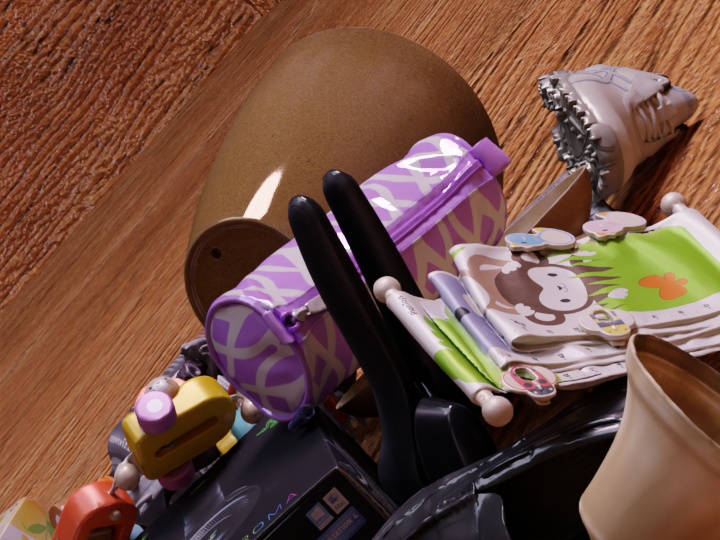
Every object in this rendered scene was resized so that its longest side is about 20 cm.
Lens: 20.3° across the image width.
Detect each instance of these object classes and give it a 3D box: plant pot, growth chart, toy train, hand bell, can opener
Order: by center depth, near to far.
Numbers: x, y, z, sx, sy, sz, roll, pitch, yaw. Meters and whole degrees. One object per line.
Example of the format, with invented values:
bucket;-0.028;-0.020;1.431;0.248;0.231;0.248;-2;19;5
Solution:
hand bell;0.087;0.134;0.805;0.201;0.104;0.104;-52;10;16
growth chart;0.106;0.012;0.949;0.198;0.018;0.145;-15;33;-26
can opener;0.023;0.042;1.019;0.078;0.201;0.063;-18;11;43
plant pot;0.065;0.018;1.158;0.200;0.028;0.200;-44;0;0
toy train;-0.103;0.114;1.187;0.199;0.056;0.151;-11;-47;-36
plant pot;-0.028;-0.032;1.259;0.186;0.187;0.200;-35;7;32

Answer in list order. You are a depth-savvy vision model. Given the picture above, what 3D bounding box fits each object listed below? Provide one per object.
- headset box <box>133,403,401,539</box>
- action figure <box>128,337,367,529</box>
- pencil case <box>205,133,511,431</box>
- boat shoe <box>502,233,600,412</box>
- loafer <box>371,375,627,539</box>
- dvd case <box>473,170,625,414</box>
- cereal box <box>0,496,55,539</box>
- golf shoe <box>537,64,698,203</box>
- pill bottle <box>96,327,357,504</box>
headset box;-0.055;0.168;1.082;0.174;0.093;0.200;-43;12;1
action figure;-0.081;0.111;1.290;0.200;0.130;0.070;-49;-28;-18
pencil case;0.000;0.000;1.120;0.200;0.084;0.086;-41;-14;-37
boat shoe;0.113;0.034;1.053;0.072;0.072;0.200;-54;-13;18
loafer;0.066;0.118;0.914;0.200;0.068;0.070;-38;5;12
dvd case;0.101;0.011;1.256;0.150;0.025;0.200;-43;12;6
cereal box;-0.186;0.240;1.146;0.039;0.144;0.200;-36;14;29
golf shoe;0.167;-0.100;1.274;0.096;0.079;0.200;-14;15;5
pill bottle;-0.102;0.110;1.385;0.200;0.106;0.106;-48;13;-18
